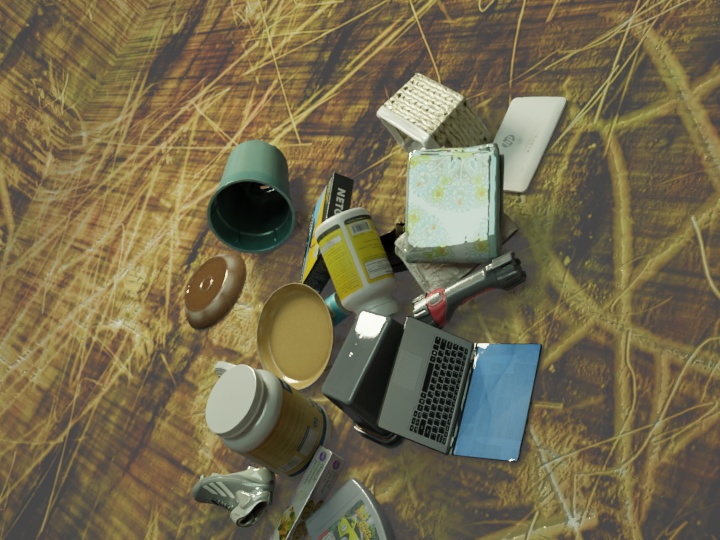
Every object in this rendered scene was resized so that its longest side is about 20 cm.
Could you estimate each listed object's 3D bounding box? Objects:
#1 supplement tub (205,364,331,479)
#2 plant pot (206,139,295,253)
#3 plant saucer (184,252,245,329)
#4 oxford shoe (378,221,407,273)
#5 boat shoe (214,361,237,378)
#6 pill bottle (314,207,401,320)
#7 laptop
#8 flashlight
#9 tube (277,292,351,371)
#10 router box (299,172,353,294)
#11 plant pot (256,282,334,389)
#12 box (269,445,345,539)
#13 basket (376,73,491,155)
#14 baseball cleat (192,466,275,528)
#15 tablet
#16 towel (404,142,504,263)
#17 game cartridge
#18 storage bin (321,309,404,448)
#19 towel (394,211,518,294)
[{"bbox_3d":[-0.160,0.264,1.454,0.143,0.199,0.147,-24,46,28],"label":"supplement tub"},{"bbox_3d":[-0.241,-0.182,1.896,0.198,0.200,0.199,-30,36,24],"label":"plant pot"},{"bbox_3d":[-0.351,0.039,1.949,0.198,0.036,0.204,-27,45,30],"label":"plant saucer"},{"bbox_3d":[0.104,-0.056,1.529,0.197,0.084,0.074,-21,45,30],"label":"oxford shoe"},{"bbox_3d":[-0.237,0.237,1.661,0.197,0.071,0.071,14,71,44],"label":"boat shoe"},{"bbox_3d":[0.000,0.000,1.512,0.111,0.112,0.204,-27,78,26],"label":"pill bottle"},{"bbox_3d":[0.152,0.177,1.284,0.116,0.196,0.191,131,160,-64],"label":"laptop"},{"bbox_3d":[0.183,0.039,1.398,0.197,0.069,0.068,-27,6,22],"label":"flashlight"},{"bbox_3d":[-0.105,0.119,1.636,0.199,0.050,0.079,-38,45,24],"label":"tube"},{"bbox_3d":[-0.070,-0.073,1.687,0.150,0.050,0.204,125,157,-52],"label":"router box"},{"bbox_3d":[-0.122,0.127,1.607,0.196,0.027,0.206,-4,83,38],"label":"plant pot"},{"bbox_3d":[-0.095,0.401,1.414,0.038,0.041,0.203,17,73,48],"label":"box"},{"bbox_3d":[0.145,-0.279,1.621,0.123,0.136,0.200,-45,39,1],"label":"basket"},{"bbox_3d":[-0.241,0.420,1.521,0.197,0.069,0.109,-24,46,31],"label":"baseball cleat"},{"bbox_3d":[0.292,-0.235,1.533,0.129,0.014,0.203,11,70,49],"label":"tablet"},{"bbox_3d":[0.161,-0.114,1.427,0.167,0.048,0.206,0,83,23],"label":"towel"},{"bbox_3d":[-0.009,0.433,1.310,0.133,0.041,0.201,-41,40,8],"label":"game cartridge"},{"bbox_3d":[0.035,0.172,1.384,0.144,0.134,0.203,13,71,48],"label":"storage bin"},{"bbox_3d":[0.163,-0.057,1.459,0.199,0.034,0.133,-41,73,11],"label":"towel"}]
